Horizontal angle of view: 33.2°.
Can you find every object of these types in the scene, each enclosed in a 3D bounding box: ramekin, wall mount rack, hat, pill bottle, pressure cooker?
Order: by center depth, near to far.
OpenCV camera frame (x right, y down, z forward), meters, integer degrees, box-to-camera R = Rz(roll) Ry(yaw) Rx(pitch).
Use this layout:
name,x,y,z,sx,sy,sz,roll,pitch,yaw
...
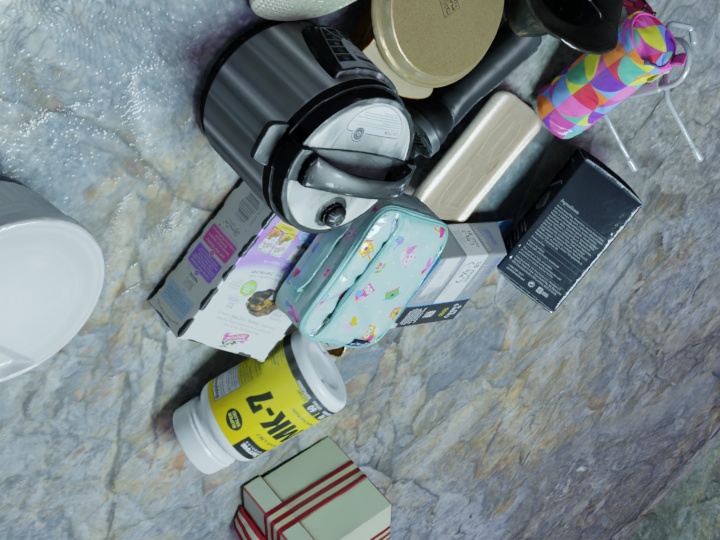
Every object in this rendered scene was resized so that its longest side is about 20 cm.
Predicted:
name,x,y,z,sx,sy,sz,roll,pitch,yaw
ramekin,-0.352,0.006,1.137,0.202,0.094,0.203,-29,145,-23
pressure cooker,-0.043,-0.136,1.216,0.176,0.200,0.179,-32,145,-16
hat,0.205,-0.309,1.349,0.200,0.201,0.081,-4,161,-45
pill bottle,-0.128,0.168,1.518,0.200,0.115,0.114,-31,150,12
wall mount rack,0.374,-0.224,1.563,0.074,0.200,0.175,4,86,-31

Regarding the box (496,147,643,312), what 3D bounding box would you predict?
name,x,y,z,sx,sy,sz,roll,pitch,yaw
box,0.291,-0.060,1.704,0.200,0.104,0.148,-52,-178,14

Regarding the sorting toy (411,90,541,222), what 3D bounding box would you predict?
name,x,y,z,sx,sy,sz,roll,pitch,yaw
sorting toy,0.146,-0.144,1.539,0.185,0.036,0.200,-51,163,11

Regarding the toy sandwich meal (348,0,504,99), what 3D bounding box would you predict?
name,x,y,z,sx,sy,sz,roll,pitch,yaw
toy sandwich meal,0.071,-0.284,1.293,0.205,0.070,0.206,-15,115,-35

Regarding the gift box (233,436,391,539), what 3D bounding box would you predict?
name,x,y,z,sx,sy,sz,roll,pitch,yaw
gift box,-0.069,0.403,1.819,0.186,0.184,0.200,-28,138,-27

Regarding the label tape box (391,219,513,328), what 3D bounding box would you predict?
name,x,y,z,sx,sy,sz,roll,pitch,yaw
label tape box,0.129,0.003,1.671,0.200,0.063,0.144,-6,143,-43

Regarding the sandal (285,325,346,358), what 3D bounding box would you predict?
name,x,y,z,sx,sy,sz,roll,pitch,yaw
sandal,-0.050,0.089,1.586,0.211,0.070,0.078,7,122,-51

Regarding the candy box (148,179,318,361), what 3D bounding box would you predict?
name,x,y,z,sx,sy,sz,roll,pitch,yaw
candy box,-0.120,-0.001,1.404,0.200,0.072,0.168,-51,147,10

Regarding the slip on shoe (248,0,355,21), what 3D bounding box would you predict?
name,x,y,z,sx,sy,sz,roll,pitch,yaw
slip on shoe,-0.020,-0.305,1.186,0.199,0.061,0.074,-27,159,-2

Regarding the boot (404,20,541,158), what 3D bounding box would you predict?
name,x,y,z,sx,sy,sz,roll,pitch,yaw
boot,0.131,-0.215,1.390,0.200,0.066,0.165,-38,-171,-4

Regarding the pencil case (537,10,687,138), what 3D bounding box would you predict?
name,x,y,z,sx,sy,sz,roll,pitch,yaw
pencil case,0.310,-0.242,1.520,0.088,0.089,0.200,-16,169,-36

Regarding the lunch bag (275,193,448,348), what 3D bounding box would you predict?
name,x,y,z,sx,sy,sz,roll,pitch,yaw
lunch bag,0.000,0.000,1.402,0.160,0.077,0.200,13,115,-54

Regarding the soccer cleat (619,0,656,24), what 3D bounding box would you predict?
name,x,y,z,sx,sy,sz,roll,pitch,yaw
soccer cleat,0.289,-0.324,1.505,0.200,0.070,0.086,1,145,-46
